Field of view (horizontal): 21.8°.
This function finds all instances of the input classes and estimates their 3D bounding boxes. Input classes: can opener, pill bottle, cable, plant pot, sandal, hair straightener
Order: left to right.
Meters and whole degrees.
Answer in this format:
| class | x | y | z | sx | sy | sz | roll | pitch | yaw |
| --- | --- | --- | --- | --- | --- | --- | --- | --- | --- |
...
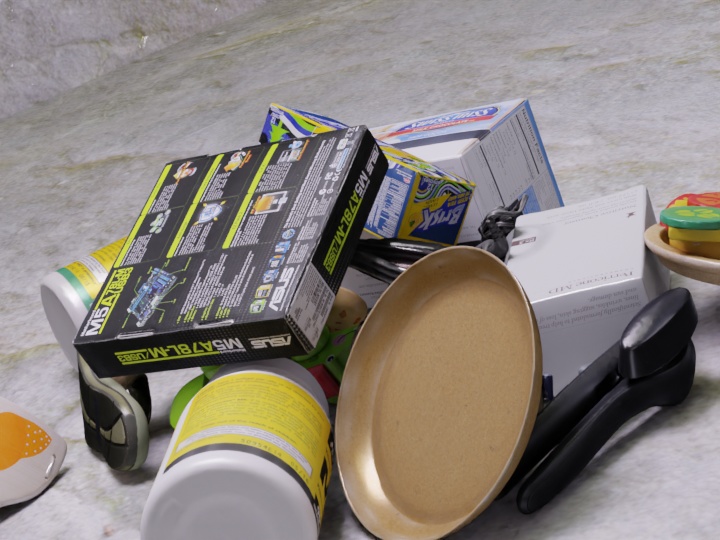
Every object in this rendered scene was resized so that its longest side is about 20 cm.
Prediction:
| class | x | y | z | sx | sy | sz | roll | pitch | yaw |
| --- | --- | --- | --- | --- | --- | --- | --- | --- | --- |
| sandal | -0.198 | 0.116 | 1.557 | 0.057 | 0.080 | 0.201 | -8 | 19 | -20 |
| pill bottle | -0.191 | 0.015 | 1.765 | 0.200 | 0.113 | 0.113 | -27 | 18 | -21 |
| pill bottle | -0.077 | 0.137 | 1.265 | 0.114 | 0.114 | 0.200 | -17 | 18 | 11 |
| cable | 0.000 | 0.000 | 1.411 | 0.200 | 0.050 | 0.097 | 6 | 13 | 16 |
| plant pot | 0.054 | 0.084 | 1.228 | 0.027 | 0.200 | 0.200 | 20 | -8 | -34 |
| hair straightener | 0.094 | -0.023 | 1.486 | 0.200 | 0.041 | 0.077 | 113 | 179 | -72 |
| can opener | 0.152 | 0.089 | 1.237 | 0.200 | 0.079 | 0.063 | -40 | 33 | -25 |

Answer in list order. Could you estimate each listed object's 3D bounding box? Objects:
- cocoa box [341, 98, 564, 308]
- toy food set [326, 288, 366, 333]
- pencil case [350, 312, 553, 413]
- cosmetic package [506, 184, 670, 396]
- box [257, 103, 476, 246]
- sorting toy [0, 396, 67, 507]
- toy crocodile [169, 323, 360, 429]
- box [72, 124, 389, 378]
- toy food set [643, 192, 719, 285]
| class | x | y | z | sx | sy | sz | roll | pitch | yaw |
| --- | --- | --- | --- | --- | --- | --- | --- | --- | --- |
| cocoa box | 0.060 | -0.056 | 1.652 | 0.200 | 0.134 | 0.131 | -8 | 22 | 37 |
| toy food set | -0.111 | 0.035 | 1.545 | 0.198 | 0.049 | 0.200 | -18 | -22 | 31 |
| pencil case | 0.060 | 0.073 | 1.343 | 0.078 | 0.090 | 0.200 | 20 | 0 | -24 |
| cosmetic package | 0.171 | 0.015 | 1.401 | 0.113 | 0.081 | 0.200 | -15 | 17 | 13 |
| box | -0.001 | -0.076 | 1.528 | 0.070 | 0.064 | 0.200 | 10 | 13 | -43 |
| sorting toy | -0.373 | 0.188 | 1.528 | 0.200 | 0.107 | 0.180 | -10 | 39 | 32 |
| toy crocodile | -0.063 | 0.087 | 1.483 | 0.200 | 0.068 | 0.062 | -15 | 38 | 23 |
| box | -0.094 | -0.014 | 1.383 | 0.193 | 0.048 | 0.200 | -11 | 41 | 32 |
| toy food set | 0.303 | -0.025 | 1.331 | 0.200 | 0.049 | 0.198 | 4 | 14 | 11 |
